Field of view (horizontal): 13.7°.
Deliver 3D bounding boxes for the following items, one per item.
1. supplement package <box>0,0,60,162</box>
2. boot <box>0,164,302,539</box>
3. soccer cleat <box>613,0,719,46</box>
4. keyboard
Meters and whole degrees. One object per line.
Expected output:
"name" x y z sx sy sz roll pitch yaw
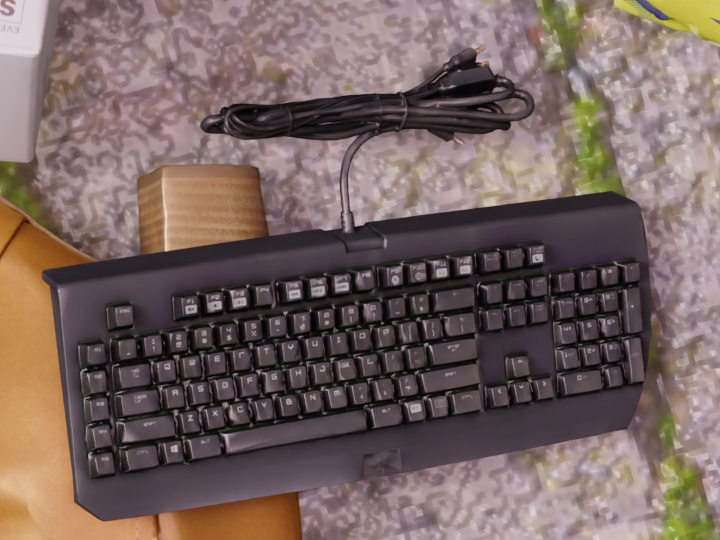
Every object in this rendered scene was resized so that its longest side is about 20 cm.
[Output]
"supplement package" -0.132 -0.146 0.855 0.109 0.114 0.200 8 77 -5
"boot" -0.115 0.043 0.900 0.201 0.071 0.144 -2 85 -12
"soccer cleat" 0.128 -0.091 0.937 0.084 0.065 0.200 -37 100 26
"keyboard" 0.000 0.000 0.904 0.200 0.021 0.127 -9 93 -27
